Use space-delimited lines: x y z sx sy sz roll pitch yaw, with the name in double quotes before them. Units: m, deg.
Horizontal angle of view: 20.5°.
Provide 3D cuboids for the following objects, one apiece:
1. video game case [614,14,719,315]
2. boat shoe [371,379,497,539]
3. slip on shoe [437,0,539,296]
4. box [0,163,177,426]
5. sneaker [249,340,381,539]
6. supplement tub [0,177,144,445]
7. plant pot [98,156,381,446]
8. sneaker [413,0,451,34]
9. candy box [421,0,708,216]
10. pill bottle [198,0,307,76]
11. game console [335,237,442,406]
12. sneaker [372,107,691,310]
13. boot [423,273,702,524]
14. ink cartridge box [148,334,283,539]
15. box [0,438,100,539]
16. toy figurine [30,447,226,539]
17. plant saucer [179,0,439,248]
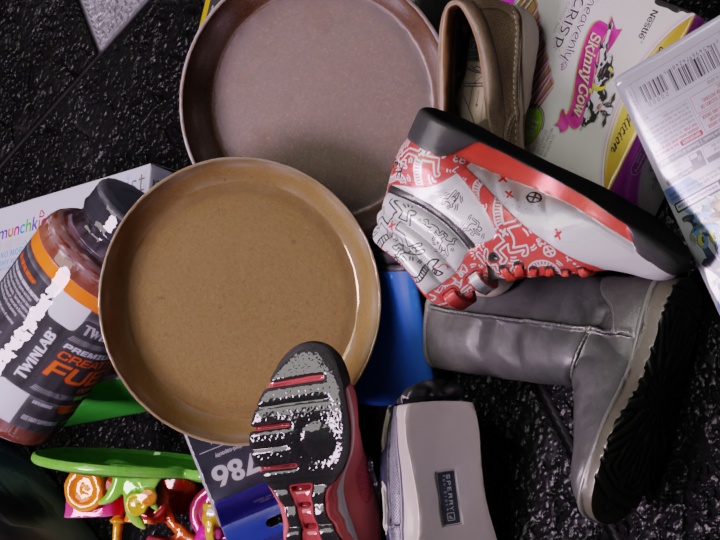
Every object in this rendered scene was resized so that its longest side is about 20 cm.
"video game case" 0.272 -0.082 1.216 0.199 0.022 0.184 -30 78 32
"boat shoe" 0.049 0.176 1.357 0.093 0.074 0.202 161 109 -74
"slip on shoe" 0.078 -0.085 1.341 0.076 0.060 0.202 2 83 47
"box" -0.208 0.024 1.636 0.199 0.096 0.178 -12 69 42
"sneaker" -0.025 0.144 1.380 0.073 0.087 0.202 -2 99 18
"supplement tub" -0.222 0.028 1.504 0.200 0.106 0.107 -52 46 19
"plant pot" -0.084 0.021 1.403 0.027 0.199 0.201 -75 9 -88
"sneaker" 0.079 -0.219 1.468 0.098 0.071 0.202 -11 84 12
"candy box" 0.147 -0.134 1.376 0.199 0.061 0.137 31 97 45
"pill bottle" -0.058 -0.202 1.485 0.112 0.111 0.202 24 103 46
"game console" 0.000 0.000 1.491 0.199 0.118 0.172 1 107 42
"sneaker" 0.104 -0.014 1.279 0.200 0.067 0.109 28 105 12
"boot" 0.116 0.066 1.321 0.199 0.073 0.183 9 67 39
"ink cartridge box" -0.083 0.098 1.439 0.099 0.039 0.201 -22 82 -8
"box" -0.329 0.213 1.605 0.124 0.198 0.200 -56 45 9
"toy figurine" -0.158 0.235 1.509 0.198 0.150 0.186 3 89 19
"plant saucer" -0.029 -0.118 1.418 0.198 0.034 0.202 1 97 8
